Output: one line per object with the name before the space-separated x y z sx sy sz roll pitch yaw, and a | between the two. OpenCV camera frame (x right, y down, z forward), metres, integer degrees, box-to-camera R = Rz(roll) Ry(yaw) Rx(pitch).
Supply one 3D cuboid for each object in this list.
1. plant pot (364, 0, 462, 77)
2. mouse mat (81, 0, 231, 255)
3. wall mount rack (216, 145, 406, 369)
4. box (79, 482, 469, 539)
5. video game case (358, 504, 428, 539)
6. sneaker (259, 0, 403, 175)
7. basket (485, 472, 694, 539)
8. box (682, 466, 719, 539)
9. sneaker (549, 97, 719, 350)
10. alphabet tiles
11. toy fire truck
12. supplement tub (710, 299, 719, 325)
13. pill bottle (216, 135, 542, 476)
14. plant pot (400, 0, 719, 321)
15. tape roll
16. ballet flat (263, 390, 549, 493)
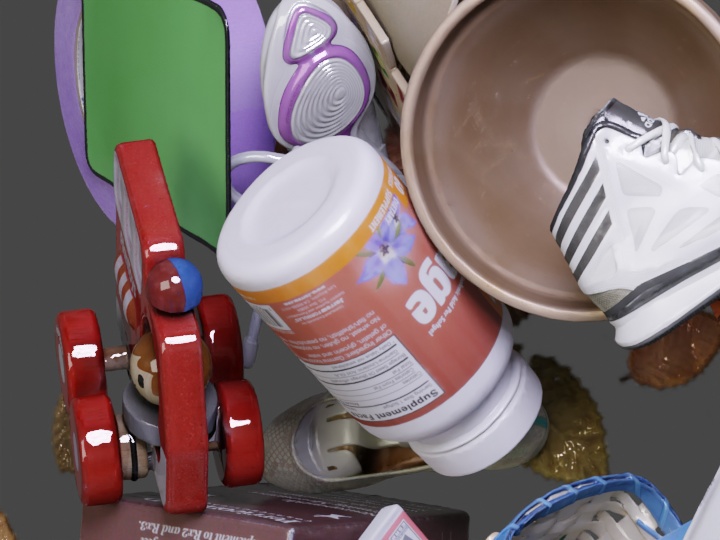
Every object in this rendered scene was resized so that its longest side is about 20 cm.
plant pot | 0.068 -0.191 1.536 0.200 0.187 0.187 40 111 44
mouse mat | -0.131 -0.111 1.612 0.200 0.008 0.161 30 126 51
wall mount rack | 0.000 0.000 1.580 0.174 0.200 0.075 106 175 -56
box | -0.054 0.225 1.580 0.166 0.200 0.164 5 91 35
video game case | 0.042 0.258 1.495 0.200 0.143 0.017 51 144 -16
sneaker | -0.030 -0.106 1.594 0.075 0.200 0.100 -25 49 -8
basket | 0.149 0.184 1.454 0.200 0.176 0.139 -37 77 38
box | 0.250 0.209 1.366 0.131 0.199 0.200 33 108 32
sneaker | 0.184 -0.056 1.320 0.200 0.076 0.115 -36 95 17
alphabet tiles | -0.005 -0.152 1.588 0.008 0.167 0.200 -29 66 -4
toy fire truck | -0.122 0.039 1.521 0.200 0.112 0.168 -109 16 -50
supplement tub | 0.293 -0.023 1.391 0.200 0.123 0.123 -31 71 31
pill bottle | 0.017 0.026 1.465 0.112 0.200 0.112 -29 32 21
plant pot | 0.129 -0.077 1.420 0.201 0.093 0.201 2 100 14
tape roll | -0.132 -0.125 1.678 0.200 0.066 0.200 26 121 54
ballet flat | 0.018 0.098 1.590 0.200 0.062 0.068 -10 75 20
